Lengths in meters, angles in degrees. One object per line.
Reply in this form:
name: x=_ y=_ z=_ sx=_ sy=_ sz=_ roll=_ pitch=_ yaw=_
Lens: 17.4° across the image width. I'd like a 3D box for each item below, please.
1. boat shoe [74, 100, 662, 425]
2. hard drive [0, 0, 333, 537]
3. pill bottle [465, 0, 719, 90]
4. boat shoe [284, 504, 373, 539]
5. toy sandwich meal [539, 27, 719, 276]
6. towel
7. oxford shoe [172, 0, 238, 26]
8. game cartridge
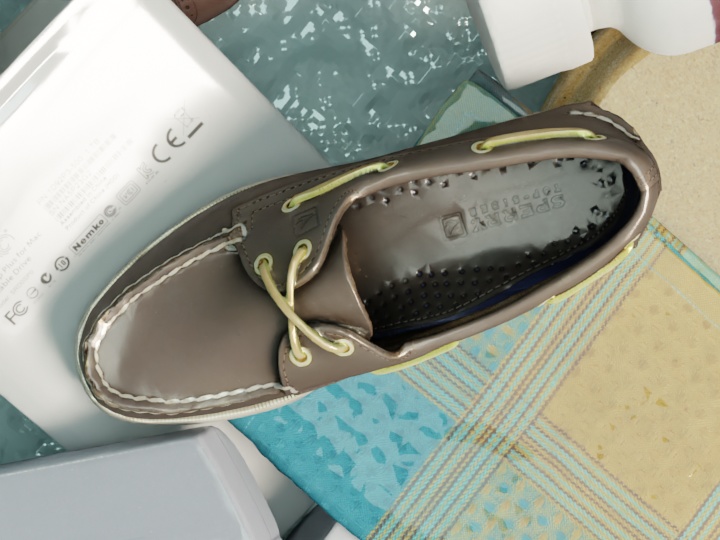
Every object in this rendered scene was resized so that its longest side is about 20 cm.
boat shoe: x=0.000 y=0.000 z=0.744 sx=0.198 sy=0.060 sz=0.072 roll=-19 pitch=95 yaw=2
hard drive: x=-0.065 y=0.002 z=0.794 sx=0.132 sy=0.026 sz=0.200 roll=-46 pitch=123 yaw=-1
pill bottle: x=0.123 y=-0.135 z=0.751 sx=0.199 sy=0.110 sz=0.110 roll=-20 pitch=96 yaw=2
boat shoe: x=-0.027 y=0.175 z=0.829 sx=0.086 sy=0.075 sz=0.203 roll=32 pitch=93 yaw=-7
toy sandwich meal: x=0.140 y=-0.024 z=0.834 sx=0.203 sy=0.070 sz=0.207 roll=0 pitch=95 yaw=-5
towel: x=0.068 y=0.053 z=0.785 sx=0.200 sy=0.022 sz=0.147 roll=40 pitch=95 yaw=1
oxford shoe: x=-0.105 y=-0.168 z=0.799 sx=0.072 sy=0.071 sz=0.200 roll=-39 pitch=97 yaw=4
game cartridge: x=-0.074 y=0.158 z=0.782 sx=0.132 sy=0.042 sz=0.202 roll=-11 pitch=90 yaw=9
